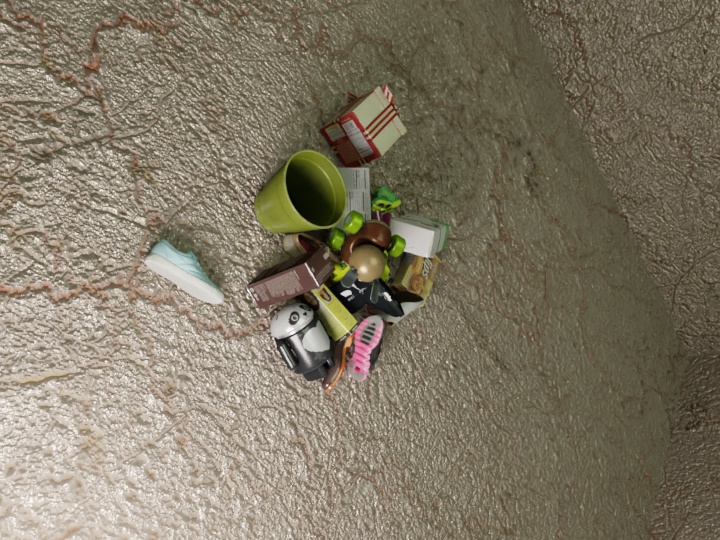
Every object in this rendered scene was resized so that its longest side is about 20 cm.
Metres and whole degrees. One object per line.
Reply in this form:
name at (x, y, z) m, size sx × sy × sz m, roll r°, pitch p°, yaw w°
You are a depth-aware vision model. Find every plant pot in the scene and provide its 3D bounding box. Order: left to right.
plant pot at (-0.170, -0.181, 1.505) m, size 0.200 × 0.192 × 0.202 m, roll 14°, pitch 69°, yaw -40°

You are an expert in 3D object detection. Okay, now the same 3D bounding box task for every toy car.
toy car at (0.007, -0.016, 1.442) m, size 0.164 × 0.158 × 0.201 m, roll 27°, pitch 47°, yaw -23°

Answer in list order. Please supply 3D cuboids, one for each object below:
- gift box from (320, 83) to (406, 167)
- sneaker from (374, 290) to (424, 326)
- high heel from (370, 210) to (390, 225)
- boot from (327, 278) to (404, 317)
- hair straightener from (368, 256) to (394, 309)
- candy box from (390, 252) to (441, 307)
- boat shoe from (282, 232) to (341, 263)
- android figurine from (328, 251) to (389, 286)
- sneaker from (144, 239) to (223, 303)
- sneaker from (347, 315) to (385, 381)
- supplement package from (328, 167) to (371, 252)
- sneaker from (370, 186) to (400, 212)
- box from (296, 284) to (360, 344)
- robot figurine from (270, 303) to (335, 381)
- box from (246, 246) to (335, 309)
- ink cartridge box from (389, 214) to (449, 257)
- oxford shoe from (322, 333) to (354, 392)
gift box at (0.013, -0.447, 1.769) m, size 0.187 × 0.184 × 0.201 m, roll -50°, pitch 119°, yaw -38°
sneaker at (0.110, 0.117, 1.750) m, size 0.199 × 0.073 × 0.085 m, roll -10°, pitch 125°, yaw -44°
high heel at (0.055, -0.119, 1.679) m, size 0.200 × 0.067 × 0.097 m, roll -17°, pitch 98°, yaw -78°
boot at (0.004, 0.091, 1.618) m, size 0.200 × 0.168 × 0.077 m, roll 48°, pitch 14°, yaw -22°
hair straightener at (0.065, 0.018, 1.755) m, size 0.077 × 0.041 × 0.202 m, roll 5°, pitch 87°, yaw -44°
candy box at (0.183, 0.011, 1.888) m, size 0.115 × 0.055 × 0.201 m, roll 47°, pitch 50°, yaw -24°
boat shoe at (-0.120, -0.044, 1.601) m, size 0.199 × 0.069 × 0.074 m, roll 28°, pitch 60°, yaw -36°
android figurine at (0.000, 0.000, 1.635) m, size 0.199 × 0.182 × 0.041 m, roll 27°, pitch 29°, yaw -42°
sneaker at (-0.384, 0.000, 1.330) m, size 0.200 × 0.074 × 0.082 m, roll 40°, pitch 57°, yaw -30°
sneaker at (0.030, 0.209, 1.628) m, size 0.095 × 0.079 × 0.201 m, roll -11°, pitch 126°, yaw -53°
supplement package at (-0.033, -0.165, 1.640) m, size 0.110 × 0.156 × 0.202 m, roll 0°, pitch 75°, yaw -6°
sneaker at (0.063, -0.215, 1.814) m, size 0.084 × 0.074 × 0.200 m, roll 52°, pitch 19°, yaw 3°
box at (-0.095, 0.097, 1.546) m, size 0.200 × 0.075 × 0.050 m, roll 47°, pitch 47°, yaw -1°
robot figurine at (-0.143, 0.179, 1.472) m, size 0.124 × 0.150 × 0.201 m, roll -29°, pitch 101°, yaw -4°
box at (-0.170, 0.018, 1.431) m, size 0.075 × 0.199 × 0.100 m, roll 60°, pitch 33°, yaw -13°
ink cartridge box at (0.178, -0.110, 1.794) m, size 0.200 × 0.145 × 0.085 m, roll -25°, pitch 129°, yaw -67°
oxford shoe at (-0.079, 0.232, 1.573) m, size 0.072 × 0.071 × 0.201 m, roll 28°, pitch 51°, yaw -15°
